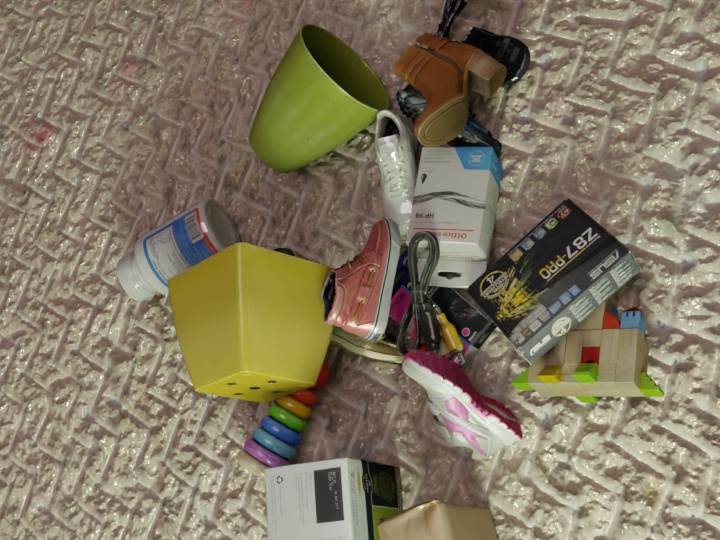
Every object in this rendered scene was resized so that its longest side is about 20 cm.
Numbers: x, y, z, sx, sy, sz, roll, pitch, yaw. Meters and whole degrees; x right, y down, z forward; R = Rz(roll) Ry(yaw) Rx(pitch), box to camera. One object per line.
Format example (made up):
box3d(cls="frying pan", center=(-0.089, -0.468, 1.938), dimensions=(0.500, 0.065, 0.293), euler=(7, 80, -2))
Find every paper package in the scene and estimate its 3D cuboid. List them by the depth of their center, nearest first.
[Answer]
box3d(cls="paper package", center=(0.122, 0.414, 1.302), dimensions=(0.103, 0.190, 0.202), euler=(-23, 66, 22))

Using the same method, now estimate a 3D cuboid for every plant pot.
box3d(cls="plant pot", center=(-0.159, 0.091, 1.489), dimensions=(0.199, 0.199, 0.179), euler=(-23, 61, 43))
box3d(cls="plant pot", center=(-0.085, -0.258, 1.615), dimensions=(0.200, 0.186, 0.188), euler=(-45, 61, 26))

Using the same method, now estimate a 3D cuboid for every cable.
box3d(cls="cable", center=(0.092, 0.048, 1.446), dimensions=(0.096, 0.050, 0.203), euler=(-13, 82, 29))

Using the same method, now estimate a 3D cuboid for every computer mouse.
box3d(cls="computer mouse", center=(0.200, -0.366, 1.561), dimensions=(0.199, 0.046, 0.142), euler=(24, 94, 38))

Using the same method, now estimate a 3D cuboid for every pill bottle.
box3d(cls="pill bottle", center=(-0.311, -0.029, 1.687), dimensions=(0.198, 0.112, 0.113), euler=(-28, 65, 18))

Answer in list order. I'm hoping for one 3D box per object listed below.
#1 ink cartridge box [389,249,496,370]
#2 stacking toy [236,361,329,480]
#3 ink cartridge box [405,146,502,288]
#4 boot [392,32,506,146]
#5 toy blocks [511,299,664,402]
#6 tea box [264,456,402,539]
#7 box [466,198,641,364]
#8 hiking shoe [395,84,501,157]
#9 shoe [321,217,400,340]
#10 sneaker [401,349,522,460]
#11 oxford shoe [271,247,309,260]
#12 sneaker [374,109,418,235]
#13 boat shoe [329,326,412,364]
box3d(cls="ink cartridge box", center=(0.104, 0.058, 1.500), dimensions=(0.200, 0.037, 0.095), euler=(42, 96, 31))
box3d(cls="stacking toy", center=(-0.109, 0.225, 1.538), dimensions=(0.085, 0.085, 0.201), euler=(27, 84, 30))
box3d(cls="ink cartridge box", center=(0.138, -0.081, 1.481), dimensions=(0.114, 0.067, 0.202), euler=(2, 68, 22))
box3d(cls="boot", center=(0.104, -0.275, 1.493), dimensions=(0.154, 0.074, 0.200), euler=(32, 57, 28))
box3d(cls="toy blocks", center=(0.314, 0.098, 1.357), dimensions=(0.198, 0.100, 0.138), euler=(-5, 61, 35))
box3d(cls="tea box", center=(-0.029, 0.374, 1.385), dimensions=(0.132, 0.196, 0.203), euler=(-12, 70, 22))
box3d(cls="box", center=(0.263, 0.013, 1.382), dimensions=(0.200, 0.049, 0.162), euler=(-41, 40, 4))
box3d(cls="hiking shoe", center=(0.147, -0.246, 1.540), dimensions=(0.199, 0.074, 0.087), euler=(38, 82, 22))
box3d(cls="shoe", center=(0.000, 0.000, 1.476), dimensions=(0.071, 0.090, 0.202), euler=(138, 146, -56))
box3d(cls="sneaker", center=(0.128, 0.194, 1.389), dimensions=(0.200, 0.081, 0.088), euler=(41, 107, -3))
box3d(cls="oxford shoe", center=(-0.177, 0.003, 1.618), dimensions=(0.197, 0.058, 0.076), euler=(-10, 64, 10))
box3d(cls="sneaker", center=(0.051, -0.154, 1.547), dimensions=(0.074, 0.099, 0.203), euler=(-13, 72, 20))
box3d(cls="boat shoe", center=(0.003, 0.096, 1.520), dimensions=(0.199, 0.073, 0.064), euler=(16, 88, 37))
